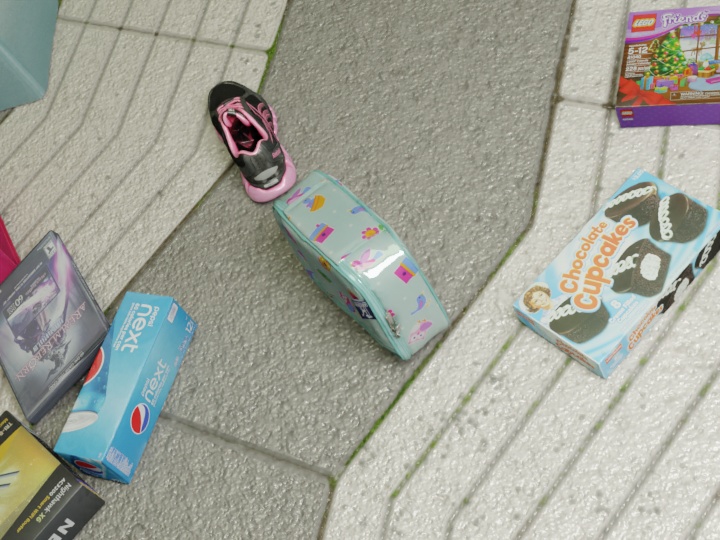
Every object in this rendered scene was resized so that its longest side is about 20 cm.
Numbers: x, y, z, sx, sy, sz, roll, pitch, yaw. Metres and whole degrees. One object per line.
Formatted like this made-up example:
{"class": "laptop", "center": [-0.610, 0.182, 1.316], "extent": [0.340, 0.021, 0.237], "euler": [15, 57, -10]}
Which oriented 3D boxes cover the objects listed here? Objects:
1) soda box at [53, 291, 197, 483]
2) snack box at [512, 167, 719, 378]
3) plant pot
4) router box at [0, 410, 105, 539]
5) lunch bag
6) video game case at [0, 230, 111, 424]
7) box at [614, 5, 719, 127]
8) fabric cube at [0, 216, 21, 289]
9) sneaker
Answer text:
{"class": "soda box", "center": [-0.255, 0.126, 1.355], "extent": [0.068, 0.064, 0.200], "euler": [7, 61, 27]}
{"class": "snack box", "center": [0.261, 0.000, 1.231], "extent": [0.200, 0.037, 0.116], "euler": [-47, 53, -10]}
{"class": "plant pot", "center": [-0.562, -0.348, 1.711], "extent": [0.196, 0.200, 0.196], "euler": [-13, 55, 15]}
{"class": "router box", "center": [-0.396, 0.273, 1.325], "extent": [0.157, 0.052, 0.200], "euler": [32, 75, 35]}
{"class": "lunch bag", "center": [0.000, 0.000, 1.271], "extent": [0.077, 0.160, 0.200], "euler": [-37, 46, -9]}
{"class": "video game case", "center": [-0.373, 0.063, 1.452], "extent": [0.143, 0.019, 0.200], "euler": [-46, 50, 8]}
{"class": "box", "center": [0.381, -0.221, 1.323], "extent": [0.200, 0.039, 0.137], "euler": [0, 58, 23]}
{"class": "fabric cube", "center": [-0.565, -0.046, 1.516], "extent": [0.199, 0.200, 0.196], "euler": [-34, 51, -3]}
{"class": "sneaker", "center": [-0.142, -0.175, 1.484], "extent": [0.079, 0.095, 0.200], "euler": [-33, 50, 2]}
